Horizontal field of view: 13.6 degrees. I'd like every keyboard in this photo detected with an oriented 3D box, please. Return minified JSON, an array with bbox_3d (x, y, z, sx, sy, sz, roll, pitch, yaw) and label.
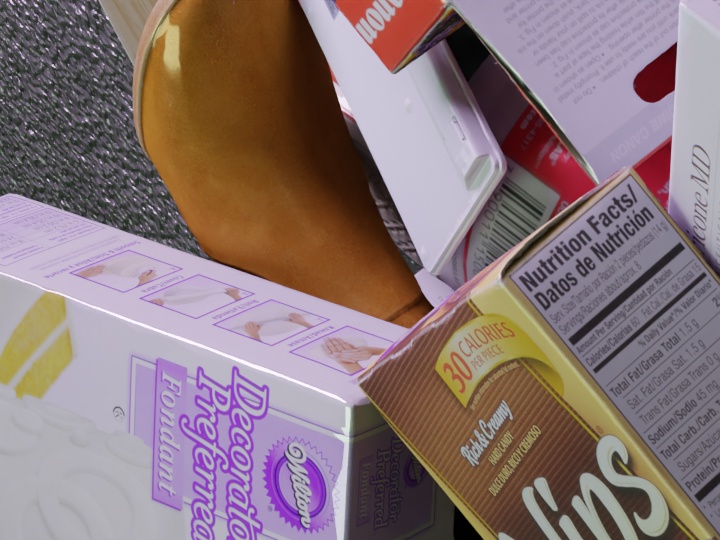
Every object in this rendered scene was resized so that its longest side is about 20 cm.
[{"bbox_3d":[-0.006,-0.094,0.922,0.201,0.011,0.056,65,152,27],"label":"keyboard"}]

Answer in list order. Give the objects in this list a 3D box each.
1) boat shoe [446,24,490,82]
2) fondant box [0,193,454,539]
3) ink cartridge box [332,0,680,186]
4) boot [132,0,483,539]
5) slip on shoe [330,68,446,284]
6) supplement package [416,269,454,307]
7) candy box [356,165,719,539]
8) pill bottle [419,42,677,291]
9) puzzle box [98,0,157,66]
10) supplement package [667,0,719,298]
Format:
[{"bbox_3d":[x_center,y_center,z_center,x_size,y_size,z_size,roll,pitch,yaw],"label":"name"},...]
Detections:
[{"bbox_3d":[0.023,-0.111,0.974,0.201,0.070,0.066,61,159,0],"label":"boat shoe"},{"bbox_3d":[-0.063,0.072,0.964,0.199,0.058,0.145,18,116,35],"label":"fondant box"},{"bbox_3d":[0.032,-0.117,0.875,0.200,0.109,0.050,51,150,4],"label":"ink cartridge box"},{"bbox_3d":[0.000,0.001,0.967,0.144,0.071,0.202,44,158,33],"label":"boot"},{"bbox_3d":[0.008,-0.061,1.056,0.200,0.061,0.074,47,170,34],"label":"slip on shoe"},{"bbox_3d":[0.012,0.098,1.102,0.109,0.200,0.114,43,157,23],"label":"supplement package"},{"bbox_3d":[0.095,0.078,0.825,0.200,0.056,0.117,52,155,1],"label":"candy box"},{"bbox_3d":[0.121,0.009,0.889,0.200,0.112,0.113,38,154,31],"label":"pill bottle"},{"bbox_3d":[-0.063,-0.070,1.182,0.201,0.025,0.133,62,-178,-24],"label":"puzzle box"},{"bbox_3d":[0.183,-0.007,0.745,0.200,0.109,0.114,40,155,29],"label":"supplement package"}]
